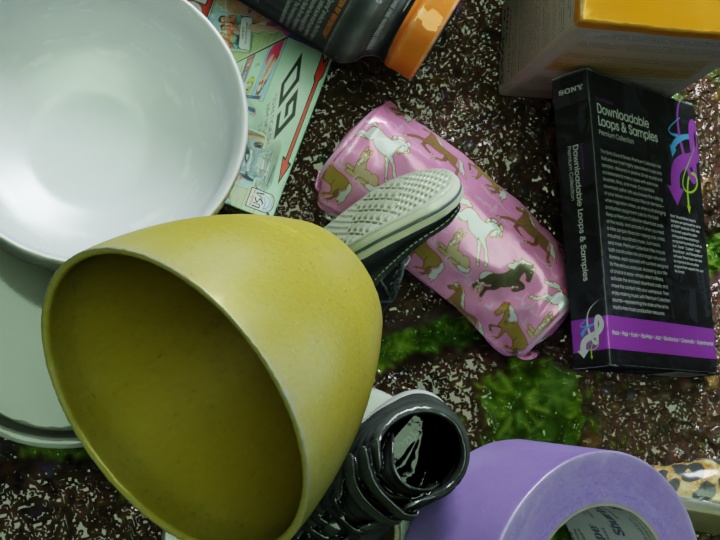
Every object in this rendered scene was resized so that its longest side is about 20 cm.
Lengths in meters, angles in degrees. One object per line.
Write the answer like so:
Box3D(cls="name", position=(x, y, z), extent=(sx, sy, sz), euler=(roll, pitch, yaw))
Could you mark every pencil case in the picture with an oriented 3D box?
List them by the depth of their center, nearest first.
Box3D(cls="pencil case", position=(0.064, -0.025, 1.001), extent=(0.200, 0.087, 0.083), euler=(38, 45, -1))

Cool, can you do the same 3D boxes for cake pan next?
Box3D(cls="cake pan", position=(-0.197, 0.019, 0.974), extent=(0.199, 0.037, 0.202), euler=(2, 80, -9))

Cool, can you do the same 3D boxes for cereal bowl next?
Box3D(cls="cereal bowl", position=(-0.174, -0.090, 0.935), extent=(0.199, 0.083, 0.201), euler=(2, 77, -10))

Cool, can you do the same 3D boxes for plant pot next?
Box3D(cls="plant pot", position=(-0.067, 0.047, 0.860), extent=(0.200, 0.200, 0.142), euler=(51, 47, 2))

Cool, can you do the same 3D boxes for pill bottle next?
Box3D(cls="pill bottle", position=(-0.030, -0.210, 0.976), extent=(0.199, 0.106, 0.107), euler=(32, 77, -2))

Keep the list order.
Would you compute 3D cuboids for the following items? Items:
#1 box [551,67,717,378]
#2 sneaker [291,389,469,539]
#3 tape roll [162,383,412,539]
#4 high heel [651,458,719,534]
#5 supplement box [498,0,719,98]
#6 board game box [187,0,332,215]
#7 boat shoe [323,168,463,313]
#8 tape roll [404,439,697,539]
Box3D(cls="box", position=(0.191, -0.029, 1.006), extent=(0.143, 0.036, 0.201), euler=(8, 76, -47))
Box3D(cls="sneaker", position=(-0.012, 0.145, 0.878), extent=(0.200, 0.099, 0.071), euler=(-44, 91, -12))
Box3D(cls="tape roll", position=(-0.032, 0.172, 0.957), extent=(0.201, 0.071, 0.204), euler=(1, 81, -9))
Box3D(cls="high heel", position=(0.270, 0.112, 1.024), extent=(0.199, 0.071, 0.143), euler=(8, 69, -6))
Box3D(cls="supplement box", position=(0.178, -0.171, 0.983), extent=(0.125, 0.200, 0.074), euler=(3, 83, -9))
Box3D(cls="board game box", position=(-0.092, -0.146, 1.024), extent=(0.134, 0.029, 0.201), euler=(21, 78, -6))
Box3D(cls="boat shoe", position=(0.000, 0.000, 0.950), extent=(0.062, 0.200, 0.075), euler=(44, 35, -14))
Box3D(cls="tape roll", position=(0.122, 0.211, 0.923), extent=(0.199, 0.085, 0.201), euler=(0, 90, -37))
